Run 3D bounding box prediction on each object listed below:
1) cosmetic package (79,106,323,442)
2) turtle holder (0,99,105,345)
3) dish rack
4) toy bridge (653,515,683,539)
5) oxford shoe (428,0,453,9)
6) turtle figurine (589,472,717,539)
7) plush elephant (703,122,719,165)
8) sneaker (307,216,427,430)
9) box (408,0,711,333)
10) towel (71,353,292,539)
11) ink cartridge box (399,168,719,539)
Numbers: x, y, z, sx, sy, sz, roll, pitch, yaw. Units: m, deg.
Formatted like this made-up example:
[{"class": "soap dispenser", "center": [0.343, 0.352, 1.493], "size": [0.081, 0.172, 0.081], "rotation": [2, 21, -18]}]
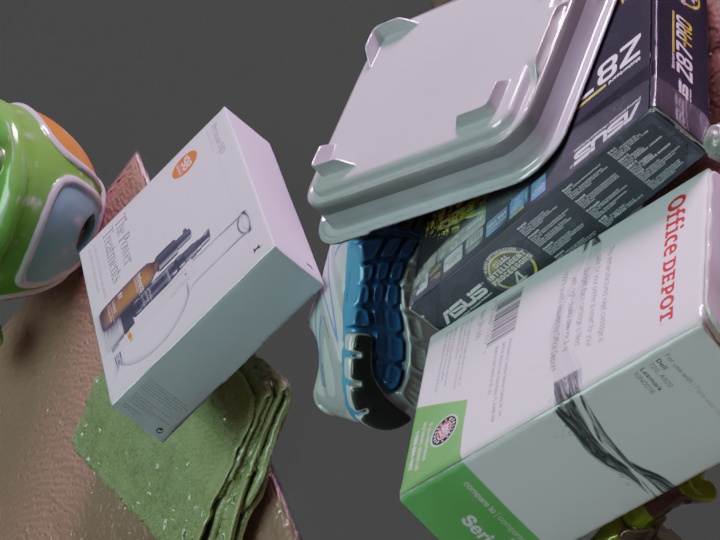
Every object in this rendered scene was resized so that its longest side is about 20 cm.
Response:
[{"class": "cosmetic package", "center": [-0.109, -0.002, 1.535], "size": [0.151, 0.052, 0.200], "rotation": [-42, 30, 11]}, {"class": "turtle holder", "center": [-0.264, -0.030, 1.717], "size": [0.141, 0.132, 0.186], "rotation": [-6, 76, 45]}, {"class": "dish rack", "center": [0.052, -0.108, 1.363], "size": [0.200, 0.044, 0.172], "rotation": [-17, 39, 44]}, {"class": "toy bridge", "center": [0.120, 0.219, 1.305], "size": [0.067, 0.027, 0.200], "rotation": [41, 109, 45]}, {"class": "oxford shoe", "center": [0.035, -0.254, 1.497], "size": [0.070, 0.075, 0.200], "rotation": [-32, 58, 37]}, {"class": "turtle figurine", "center": [0.119, 0.161, 1.251], "size": [0.161, 0.064, 0.200], "rotation": [-36, 44, 28]}, {"class": "plush elephant", "center": [0.243, -0.087, 1.161], "size": [0.200, 0.155, 0.165], "rotation": [-50, 47, 26]}, {"class": "sneaker", "center": [0.000, 0.000, 1.469], "size": [0.087, 0.075, 0.201], "rotation": [-5, 73, 56]}, {"class": "box", "center": [0.114, -0.069, 1.331], "size": [0.200, 0.049, 0.161], "rotation": [-40, 26, 33]}, {"class": "towel", "center": [-0.123, 0.105, 1.597], "size": [0.200, 0.036, 0.149], "rotation": [33, 104, 46]}, {"class": "ink cartridge box", "center": [0.127, 0.056, 1.231], "size": [0.200, 0.084, 0.146], "rotation": [-32, 24, 28]}]
